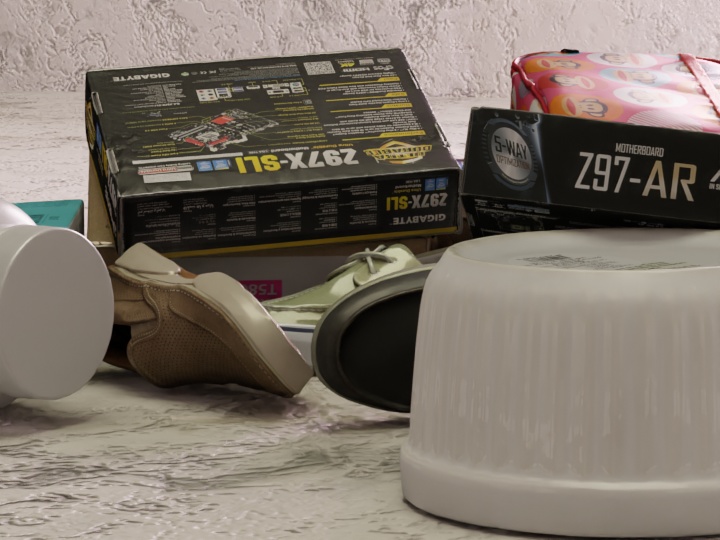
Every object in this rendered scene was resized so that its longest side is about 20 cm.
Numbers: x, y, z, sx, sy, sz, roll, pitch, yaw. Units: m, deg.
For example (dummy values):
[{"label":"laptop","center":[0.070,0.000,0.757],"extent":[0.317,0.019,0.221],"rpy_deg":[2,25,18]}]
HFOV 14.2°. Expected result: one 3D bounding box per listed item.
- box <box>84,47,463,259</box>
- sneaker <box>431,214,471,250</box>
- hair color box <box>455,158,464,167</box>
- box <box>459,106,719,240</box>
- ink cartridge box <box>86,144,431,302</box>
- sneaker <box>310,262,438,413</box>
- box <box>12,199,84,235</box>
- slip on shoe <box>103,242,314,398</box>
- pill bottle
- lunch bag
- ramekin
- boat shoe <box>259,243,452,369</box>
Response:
[{"label":"box","center":[-0.054,-0.070,1.682],"extent":[0.198,0.050,0.160],"rpy_deg":[-5,33,-11]},{"label":"sneaker","center":[0.000,0.000,1.829],"extent":[0.198,0.071,0.076],"rpy_deg":[-5,27,-8]},{"label":"hair color box","center":[0.090,-0.050,2.158],"extent":[0.198,0.064,0.111],"rpy_deg":[0,6,-2]},{"label":"box","center":[0.151,-0.026,1.368],"extent":[0.198,0.044,0.160],"rpy_deg":[7,-11,8]},{"label":"ink cartridge box","center":[-0.063,-0.027,1.730],"extent":[0.198,0.076,0.165],"rpy_deg":[-1,31,-4]},{"label":"sneaker","center":[0.079,0.036,1.391],"extent":[0.198,0.075,0.106],"rpy_deg":[-1,4,-9]},{"label":"box","center":[-0.183,0.011,1.625],"extent":[0.049,0.083,0.200],"rpy_deg":[-3,7,-2]},{"label":"slip on shoe","center":[-0.091,0.036,1.516],"extent":[0.061,0.076,0.200],"rpy_deg":[-44,30,-13]},{"label":"pill bottle","center":[-0.226,0.015,1.472],"extent":[0.199,0.113,0.112],"rpy_deg":[5,9,37]},{"label":"lunch bag","center":[0.181,-0.074,1.739],"extent":[0.175,0.083,0.200],"rpy_deg":[3,19,-6]},{"label":"ramekin","center":[0.114,0.042,1.231],"extent":[0.198,0.106,0.200],"rpy_deg":[-1,7,0]},{"label":"boat shoe","center":[0.016,0.016,1.623],"extent":[0.199,0.063,0.072],"rpy_deg":[-7,9,-32]}]
